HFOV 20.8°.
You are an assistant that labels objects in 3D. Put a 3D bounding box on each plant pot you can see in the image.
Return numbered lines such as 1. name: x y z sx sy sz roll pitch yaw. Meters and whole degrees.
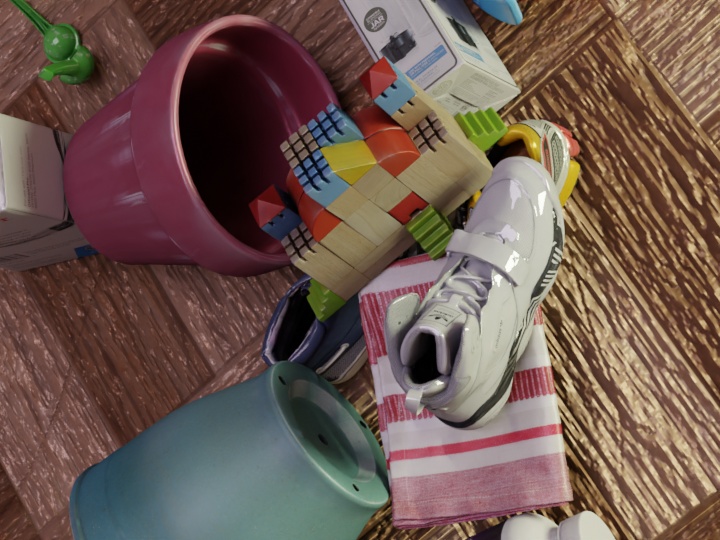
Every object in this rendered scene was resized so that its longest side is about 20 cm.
1. plant pot: -0.135 -0.085 1.570 0.178 0.199 0.202 -15 76 41
2. plant pot: -0.086 0.175 1.487 0.188 0.200 0.201 -41 67 19

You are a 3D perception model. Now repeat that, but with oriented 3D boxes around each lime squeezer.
1. lime squeezer: -0.273 -0.196 1.721 0.038 0.070 0.200 -67 30 23

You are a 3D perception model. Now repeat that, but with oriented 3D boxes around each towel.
1. towel: 0.074 0.083 1.442 0.143 0.023 0.202 -13 81 26

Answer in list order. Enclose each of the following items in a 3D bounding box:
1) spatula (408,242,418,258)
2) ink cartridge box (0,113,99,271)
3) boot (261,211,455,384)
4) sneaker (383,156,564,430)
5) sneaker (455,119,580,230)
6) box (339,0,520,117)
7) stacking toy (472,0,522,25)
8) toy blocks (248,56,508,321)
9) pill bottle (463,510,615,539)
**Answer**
1. spatula: 0.045 -0.011 1.500 0.056 0.020 0.202 14 95 65
2. ink cartridge box: -0.295 -0.062 1.634 0.143 0.200 0.085 -12 78 26
3. boot: 0.000 0.000 1.530 0.072 0.090 0.201 32 99 28
4. sneaker: 0.080 0.014 1.371 0.075 0.115 0.202 18 93 25
5. sneaker: 0.093 -0.025 1.489 0.077 0.082 0.202 25 96 27
6. box: 0.033 -0.210 1.526 0.060 0.116 0.201 -37 67 19
7. stacking toy: 0.143 -0.294 1.497 0.200 0.110 0.116 -43 81 5
8. toy blocks: 0.000 -0.066 1.421 0.200 0.136 0.100 -40 52 13
9. pill bottle: 0.095 0.250 1.434 0.199 0.112 0.113 -28 71 22
